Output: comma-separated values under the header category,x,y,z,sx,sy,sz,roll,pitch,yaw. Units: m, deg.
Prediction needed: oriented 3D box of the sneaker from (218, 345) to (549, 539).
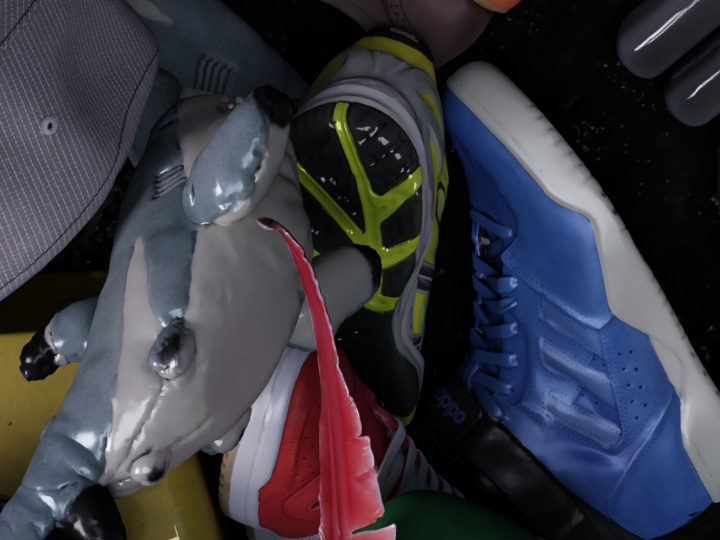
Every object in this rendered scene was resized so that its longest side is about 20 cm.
category,x,y,z,sx,sy,sz,roll,pitch,yaw
sneaker,0.016,0.092,1.029,0.112,0.071,0.200,21,154,16

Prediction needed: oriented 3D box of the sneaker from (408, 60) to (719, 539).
category,x,y,z,sx,sy,sz,roll,pitch,yaw
sneaker,0.057,0.028,1.080,0.111,0.077,0.200,-33,115,0

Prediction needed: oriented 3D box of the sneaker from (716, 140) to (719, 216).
category,x,y,z,sx,sy,sz,roll,pitch,yaw
sneaker,0.219,-0.048,1.062,0.200,0.071,0.098,-19,112,6

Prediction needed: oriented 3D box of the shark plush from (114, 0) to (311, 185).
category,x,y,z,sx,sy,sz,roll,pitch,yaw
shark plush,-0.089,-0.111,1.048,0.083,0.091,0.200,-33,94,-15

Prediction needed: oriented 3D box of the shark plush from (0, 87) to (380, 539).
category,x,y,z,sx,sy,sz,roll,pitch,yaw
shark plush,-0.069,0.030,0.924,0.091,0.083,0.200,45,62,-51

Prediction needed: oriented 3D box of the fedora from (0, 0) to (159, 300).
category,x,y,z,sx,sy,sz,roll,pitch,yaw
fedora,-0.130,-0.048,0.944,0.090,0.177,0.200,40,65,-17

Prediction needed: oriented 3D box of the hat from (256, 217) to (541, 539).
category,x,y,z,sx,sy,sz,roll,pitch,yaw
hat,-0.003,0.096,0.961,0.176,0.166,0.200,45,113,6

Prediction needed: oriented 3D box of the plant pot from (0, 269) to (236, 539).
category,x,y,z,sx,sy,sz,roll,pitch,yaw
plant pot,-0.137,0.098,1.044,0.199,0.200,0.177,-5,99,-3

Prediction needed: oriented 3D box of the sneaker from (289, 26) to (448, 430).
category,x,y,z,sx,sy,sz,roll,pitch,yaw
sneaker,0.000,0.000,1.060,0.075,0.076,0.200,22,136,5

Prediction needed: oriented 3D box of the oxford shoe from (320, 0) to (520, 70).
category,x,y,z,sx,sy,sz,roll,pitch,yaw
oxford shoe,-0.032,-0.141,1.019,0.200,0.071,0.073,40,109,-16

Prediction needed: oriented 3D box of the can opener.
category,x,y,z,sx,sy,sz,roll,pitch,yaw
can opener,0.178,-0.134,1.045,0.053,0.067,0.200,43,117,-16

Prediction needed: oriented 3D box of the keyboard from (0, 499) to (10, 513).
category,x,y,z,sx,sy,sz,roll,pitch,yaw
keyboard,-0.113,0.116,0.948,0.199,0.040,0.104,19,110,-3
